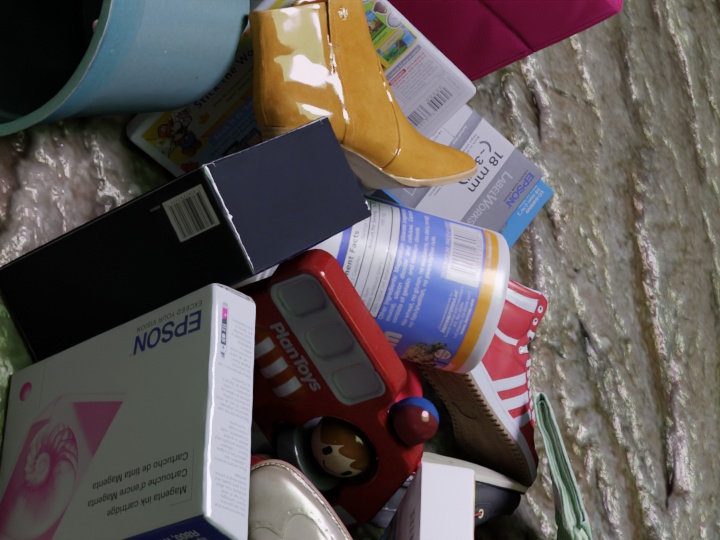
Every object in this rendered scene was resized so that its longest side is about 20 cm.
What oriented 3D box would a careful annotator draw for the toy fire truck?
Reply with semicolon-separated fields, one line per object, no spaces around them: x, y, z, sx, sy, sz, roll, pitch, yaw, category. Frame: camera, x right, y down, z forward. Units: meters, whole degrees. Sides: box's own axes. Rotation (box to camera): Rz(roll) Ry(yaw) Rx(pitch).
-0.038;0.091;1.276;0.200;0.168;0.112;58;37;-16;toy fire truck

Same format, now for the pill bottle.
0.000;0.000;1.370;0.200;0.112;0.112;15;55;-11;pill bottle

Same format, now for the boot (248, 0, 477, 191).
0.007;-0.128;1.322;0.201;0.071;0.144;-7;95;-43;boot

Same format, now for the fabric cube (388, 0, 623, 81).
0.101;-0.318;1.639;0.199;0.200;0.196;35;48;-34;fabric cube

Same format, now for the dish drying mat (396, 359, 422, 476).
0.023;0.084;1.420;0.077;0.018;0.200;59;12;-17;dish drying mat

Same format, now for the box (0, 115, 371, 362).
-0.115;-0.018;1.204;0.141;0.200;0.079;-33;98;-53;box

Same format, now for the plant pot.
-0.184;-0.183;1.222;0.196;0.200;0.200;-2;74;-60;plant pot

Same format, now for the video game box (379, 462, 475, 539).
0.039;0.262;1.293;0.047;0.182;0.200;9;60;-10;video game box

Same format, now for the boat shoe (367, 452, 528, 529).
0.064;0.177;1.459;0.201;0.074;0.063;15;90;-56;boat shoe

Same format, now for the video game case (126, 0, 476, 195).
-0.042;-0.120;1.372;0.182;0.200;0.023;39;13;-34;video game case

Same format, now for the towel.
0.170;0.220;1.493;0.153;0.023;0.200;-102;178;-50;towel

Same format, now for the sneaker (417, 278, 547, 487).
0.117;0.083;1.519;0.113;0.071;0.200;-54;134;-29;sneaker

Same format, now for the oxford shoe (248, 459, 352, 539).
-0.030;0.216;1.208;0.200;0.071;0.074;65;4;10;oxford shoe

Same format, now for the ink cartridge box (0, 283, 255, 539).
-0.145;0.128;1.097;0.043;0.196;0.200;28;51;-40;ink cartridge box

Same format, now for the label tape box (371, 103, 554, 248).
0.073;-0.052;1.515;0.200;0.144;0.063;37;2;-35;label tape box
